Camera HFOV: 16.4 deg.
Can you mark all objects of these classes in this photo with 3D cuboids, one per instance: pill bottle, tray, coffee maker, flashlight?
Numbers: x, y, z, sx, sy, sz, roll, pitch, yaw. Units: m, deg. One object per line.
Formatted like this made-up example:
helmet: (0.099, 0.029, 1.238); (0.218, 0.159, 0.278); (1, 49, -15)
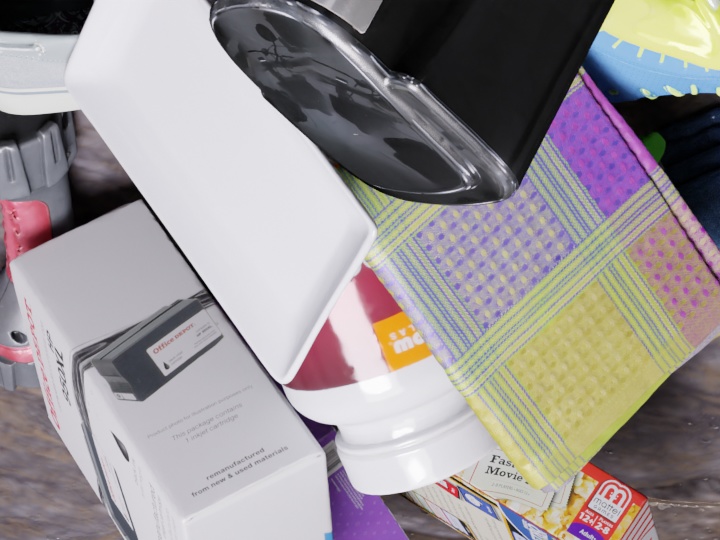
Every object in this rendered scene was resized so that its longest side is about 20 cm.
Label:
pill bottle: (0.000, 0.000, 1.203); (0.113, 0.113, 0.200); (-15, 106, 25)
tray: (-0.061, -0.056, 1.121); (0.022, 0.200, 0.107); (-13, 146, -41)
coffee maker: (0.063, -0.127, 1.030); (0.192, 0.200, 0.135); (32, 164, -5)
flashlight: (-0.184, -0.016, 1.342); (0.068, 0.068, 0.200); (6, 143, 6)

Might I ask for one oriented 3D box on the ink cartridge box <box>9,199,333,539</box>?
ink cartridge box: (-0.097, 0.085, 1.309); (0.084, 0.200, 0.145); (-25, 143, -17)

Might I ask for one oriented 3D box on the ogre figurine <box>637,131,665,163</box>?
ogre figurine: (0.093, -0.028, 1.251); (0.120, 0.098, 0.200); (-19, 100, 57)

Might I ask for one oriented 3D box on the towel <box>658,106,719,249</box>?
towel: (0.243, -0.016, 1.299); (0.111, 0.049, 0.200); (-23, 133, 30)

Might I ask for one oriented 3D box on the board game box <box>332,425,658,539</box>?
board game box: (0.070, 0.115, 1.381); (0.200, 0.046, 0.152); (30, 166, 21)

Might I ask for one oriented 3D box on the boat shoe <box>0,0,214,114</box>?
boat shoe: (-0.108, -0.123, 1.194); (0.200, 0.070, 0.072); (-8, 143, 21)

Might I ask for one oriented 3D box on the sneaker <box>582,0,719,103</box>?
sneaker: (0.158, -0.115, 1.174); (0.200, 0.076, 0.105); (25, 149, -4)

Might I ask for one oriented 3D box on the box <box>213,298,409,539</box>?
box: (-0.025, 0.118, 1.438); (0.039, 0.137, 0.200); (-37, 135, -6)

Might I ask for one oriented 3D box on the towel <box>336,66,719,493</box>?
towel: (0.083, -0.007, 1.164); (0.200, 0.144, 0.023); (52, 168, -21)
